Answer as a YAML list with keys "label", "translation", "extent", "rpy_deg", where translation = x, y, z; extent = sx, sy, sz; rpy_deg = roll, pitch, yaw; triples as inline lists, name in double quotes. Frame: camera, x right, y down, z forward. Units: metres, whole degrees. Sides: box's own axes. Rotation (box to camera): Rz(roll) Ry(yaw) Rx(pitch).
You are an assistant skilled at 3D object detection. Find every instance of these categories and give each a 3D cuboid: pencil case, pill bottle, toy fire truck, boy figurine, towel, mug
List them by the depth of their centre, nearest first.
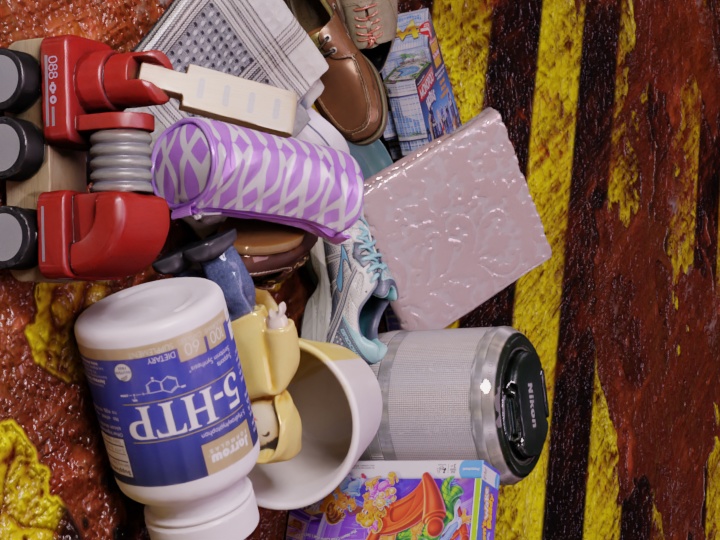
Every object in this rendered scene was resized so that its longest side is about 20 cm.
- label: "toy fire truck"
  translation: [-0.160, -0.083, 1.156]
  extent: [0.129, 0.199, 0.177]
  rpy_deg: [5, 82, -63]
- label: "pill bottle"
  translation: [-0.145, 0.118, 1.256]
  extent: [0.120, 0.119, 0.201]
  rpy_deg: [-44, 125, -58]
- label: "boy figurine"
  translation: [-0.107, 0.070, 1.328]
  extent: [0.064, 0.124, 0.201]
  rpy_deg: [-37, 109, -64]
- label: "pencil case"
  translation: [-0.084, -0.075, 1.346]
  extent: [0.200, 0.084, 0.086]
  rpy_deg: [5, 67, -46]
- label: "towel"
  translation: [-0.118, -0.149, 1.356]
  extent: [0.193, 0.034, 0.200]
  rpy_deg: [-54, 141, -15]
- label: "mug"
  translation: [-0.049, 0.109, 1.438]
  extent: [0.153, 0.149, 0.187]
  rpy_deg: [-10, 103, -72]
- label: "towel"
  translation: [0.095, -0.047, 1.675]
  extent: [0.191, 0.032, 0.200]
  rpy_deg: [-32, 122, -13]

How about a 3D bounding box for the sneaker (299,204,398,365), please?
- label: "sneaker"
  translation: [0.000, 0.000, 1.549]
  extent: [0.078, 0.086, 0.201]
  rpy_deg: [9, 82, -58]

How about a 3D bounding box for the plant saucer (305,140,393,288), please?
- label: "plant saucer"
  translation: [-0.012, -0.050, 1.642]
  extent: [0.200, 0.027, 0.201]
  rpy_deg: [4, 86, -59]

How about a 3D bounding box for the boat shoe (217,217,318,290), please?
- label: "boat shoe"
  translation: [-0.081, -0.017, 1.442]
  extent: [0.200, 0.070, 0.071]
  rpy_deg: [-35, 139, -69]

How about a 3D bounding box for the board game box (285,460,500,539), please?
- label: "board game box"
  translation: [0.027, 0.250, 1.502]
  extent: [0.045, 0.199, 0.135]
  rpy_deg: [40, 51, -55]

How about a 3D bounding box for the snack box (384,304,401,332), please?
- label: "snack box"
  translation: [0.051, 0.038, 1.779]
  extent: [0.072, 0.024, 0.201]
  rpy_deg: [-32, 116, -59]

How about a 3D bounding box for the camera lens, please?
- label: "camera lens"
  translation: [0.083, 0.140, 1.632]
  extent: [0.160, 0.199, 0.161]
  rpy_deg: [14, 74, -63]

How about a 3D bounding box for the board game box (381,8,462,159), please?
- label: "board game box"
  translation: [0.062, -0.179, 1.758]
  extent: [0.200, 0.061, 0.200]
  rpy_deg: [-56, 133, -68]

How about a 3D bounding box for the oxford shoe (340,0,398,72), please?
- label: "oxford shoe"
  translation: [0.011, -0.268, 1.620]
  extent: [0.200, 0.070, 0.075]
  rpy_deg: [67, 14, -69]

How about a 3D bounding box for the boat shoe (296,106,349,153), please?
- label: "boat shoe"
  translation: [-0.083, -0.136, 1.488]
  extent: [0.200, 0.073, 0.065]
  rpy_deg: [39, 79, -48]

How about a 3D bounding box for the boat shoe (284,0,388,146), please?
- label: "boat shoe"
  translation: [-0.038, -0.211, 1.536]
  extent: [0.068, 0.072, 0.200]
  rpy_deg: [23, 39, -63]
